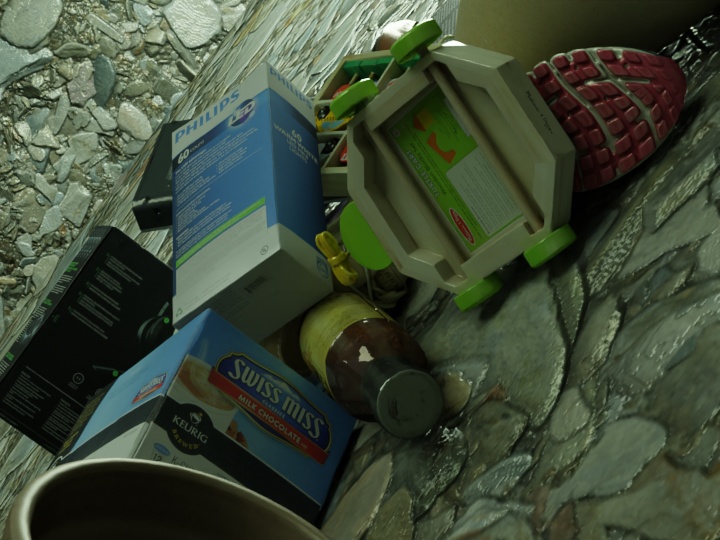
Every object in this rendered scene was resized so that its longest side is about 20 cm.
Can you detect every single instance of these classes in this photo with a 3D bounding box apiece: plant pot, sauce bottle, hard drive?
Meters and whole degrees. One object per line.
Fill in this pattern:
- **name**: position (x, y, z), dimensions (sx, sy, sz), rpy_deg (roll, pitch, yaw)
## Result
- **plant pot**: position (0.145, -0.197, 0.921), dimensions (0.201, 0.186, 0.188), rpy_deg (-57, 9, 42)
- **plant pot**: position (-0.102, 0.219, 0.731), dimensions (0.200, 0.198, 0.176), rpy_deg (-104, 34, -70)
- **sauce bottle**: position (0.005, 0.059, 0.928), dimensions (0.066, 0.066, 0.200), rpy_deg (-53, 14, 1)
- **hard drive**: position (-0.084, -0.096, 1.260), dimensions (0.198, 0.033, 0.140), rpy_deg (-8, 35, 13)

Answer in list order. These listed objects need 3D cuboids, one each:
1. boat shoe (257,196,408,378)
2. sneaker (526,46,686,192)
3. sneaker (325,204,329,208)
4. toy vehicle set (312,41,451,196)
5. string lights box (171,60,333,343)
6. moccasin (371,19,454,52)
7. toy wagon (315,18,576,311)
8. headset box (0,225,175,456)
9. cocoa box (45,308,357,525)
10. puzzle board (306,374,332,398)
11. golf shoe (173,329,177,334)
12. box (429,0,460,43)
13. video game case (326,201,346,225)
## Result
- **boat shoe**: position (0.000, 0.000, 1.058), dimensions (0.065, 0.072, 0.200), rpy_deg (7, 51, 49)
- **sneaker**: position (0.117, -0.085, 0.904), dimensions (0.074, 0.081, 0.199), rpy_deg (-31, 4, -43)
- **sneaker**: position (-0.070, -0.061, 1.350), dimensions (0.199, 0.081, 0.115), rpy_deg (-45, 2, -34)
- **toy vehicle set**: position (0.028, -0.110, 1.079), dimensions (0.199, 0.027, 0.125), rpy_deg (2, 54, 49)
- **string lights box**: position (-0.081, -0.046, 1.058), dimensions (0.102, 0.059, 0.201), rpy_deg (-33, 40, 25)
- **moccasin**: position (0.049, -0.146, 1.194), dimensions (0.077, 0.074, 0.202), rpy_deg (-12, 29, 7)
- **toy wagon**: position (0.043, -0.053, 0.908), dimensions (0.039, 0.156, 0.200), rpy_deg (-30, -4, -43)
- **headset box**: position (-0.204, 0.079, 1.288), dimensions (0.201, 0.174, 0.093), rpy_deg (-56, 17, -9)
- **cocoa box**: position (-0.121, 0.141, 0.990), dimensions (0.200, 0.133, 0.132), rpy_deg (-34, 23, 49)
- **puzzle board**: position (-0.046, 0.059, 1.166), dimensions (0.200, 0.017, 0.151), rpy_deg (-30, 28, 54)
- **golf shoe**: position (-0.114, 0.012, 1.207), dimensions (0.078, 0.097, 0.201), rpy_deg (2, -49, -53)
- **box**: position (0.083, -0.204, 1.326), dimensions (0.200, 0.036, 0.143), rpy_deg (-44, 18, 25)
- **video game case**: position (-0.015, -0.034, 1.244), dimensions (0.200, 0.019, 0.143), rpy_deg (-42, 11, 37)
